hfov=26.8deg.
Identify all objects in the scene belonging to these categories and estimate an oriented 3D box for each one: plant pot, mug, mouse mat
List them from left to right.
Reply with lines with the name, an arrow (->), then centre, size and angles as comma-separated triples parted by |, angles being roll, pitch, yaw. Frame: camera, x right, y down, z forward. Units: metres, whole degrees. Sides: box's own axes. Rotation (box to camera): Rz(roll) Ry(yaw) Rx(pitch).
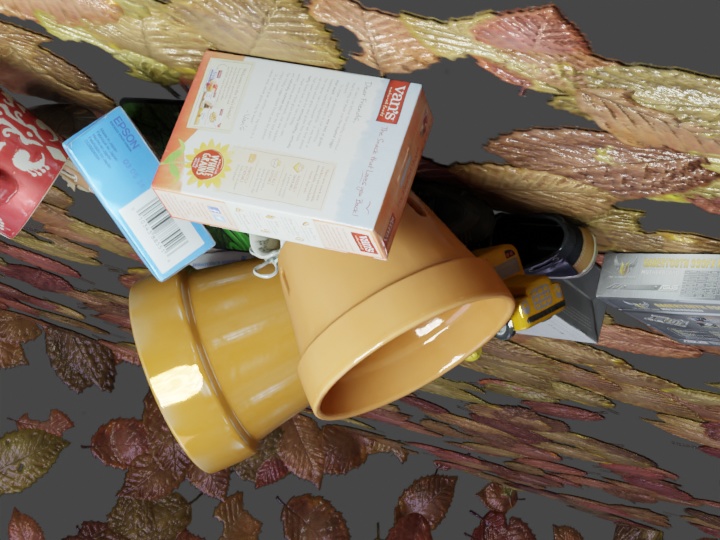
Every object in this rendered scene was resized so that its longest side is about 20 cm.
mug -> -0.384, -0.114, 1.389 | 0.199, 0.179, 0.133 | 35, 132, -17
mouse mat -> -0.142, -0.089, 1.482 | 0.159, 0.008, 0.201 | 7, 139, 37
plant pot -> -0.100, 0.068, 1.462 | 0.181, 0.202, 0.200 | -23, 160, 6
plant pot -> 0.016, 0.020, 1.316 | 0.198, 0.141, 0.200 | -27, 161, -10

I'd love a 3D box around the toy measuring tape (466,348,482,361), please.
toy measuring tape -> 0.050, 0.046, 1.544 | 0.199, 0.074, 0.073 | 28, 164, -25

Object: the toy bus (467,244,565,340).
toy bus -> 0.097, 0.025, 1.424 | 0.065, 0.079, 0.199 | -21, -173, -40

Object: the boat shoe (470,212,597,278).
boat shoe -> 0.132, -0.024, 1.470 | 0.198, 0.076, 0.062 | 0, 162, 34

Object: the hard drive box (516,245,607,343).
hard drive box -> 0.141, 0.009, 1.593 | 0.198, 0.078, 0.155 | 6, 164, 37

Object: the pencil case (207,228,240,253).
pencil case -> -0.134, -0.062, 1.627 | 0.078, 0.089, 0.200 | 61, 160, -2

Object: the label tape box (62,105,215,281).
label tape box -> -0.197, -0.070, 1.358 | 0.145, 0.063, 0.200 | 56, 176, -7

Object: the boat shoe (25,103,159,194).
boat shoe -> -0.280, -0.113, 1.502 | 0.199, 0.073, 0.075 | 26, -146, 37

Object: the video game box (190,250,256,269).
video game box -> -0.069, 0.029, 1.655 | 0.199, 0.047, 0.181 | 23, 162, -34

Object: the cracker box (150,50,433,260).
cracker box -> -0.054, -0.096, 1.226 | 0.198, 0.135, 0.058 | 12, 157, 20

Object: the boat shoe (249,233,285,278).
boat shoe -> -0.076, -0.035, 1.369 | 0.074, 0.087, 0.201 | 26, 180, 39

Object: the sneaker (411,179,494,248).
sneaker -> 0.029, -0.064, 1.438 | 0.198, 0.067, 0.090 | 13, 170, 25

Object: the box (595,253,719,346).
box -> 0.356, 0.032, 1.483 | 0.158, 0.049, 0.199 | 27, 164, -38
